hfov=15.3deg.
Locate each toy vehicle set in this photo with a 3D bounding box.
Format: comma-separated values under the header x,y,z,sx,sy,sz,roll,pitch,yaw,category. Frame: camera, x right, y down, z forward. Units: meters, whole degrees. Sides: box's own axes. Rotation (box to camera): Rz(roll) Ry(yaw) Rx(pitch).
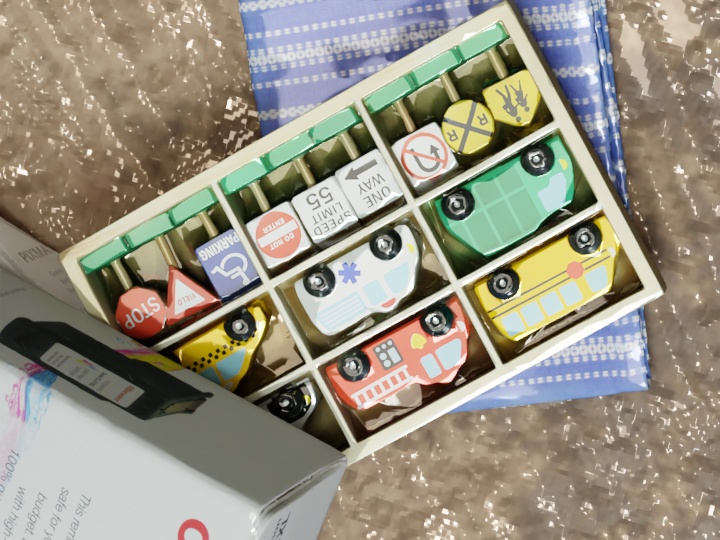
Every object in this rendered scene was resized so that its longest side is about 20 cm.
x,y,z,sx,sy,sz,roll,pitch,yaw,category
0.000,0.000,1.014,0.200,0.027,0.124,-29,90,12,toy vehicle set

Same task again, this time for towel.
x,y,z,sx,sy,sz,roll,pitch,yaw,category
0.031,-0.042,1.033,0.145,0.024,0.200,-7,96,17,towel

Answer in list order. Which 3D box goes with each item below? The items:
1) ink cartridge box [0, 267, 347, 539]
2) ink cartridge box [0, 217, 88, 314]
x,y,z,sx,sy,sz,roll,pitch,yaw,category
-0.125,0.095,1.001,0.200,0.083,0.146,28,110,16,ink cartridge box
-0.194,0.037,1.095,0.200,0.050,0.161,45,106,8,ink cartridge box
